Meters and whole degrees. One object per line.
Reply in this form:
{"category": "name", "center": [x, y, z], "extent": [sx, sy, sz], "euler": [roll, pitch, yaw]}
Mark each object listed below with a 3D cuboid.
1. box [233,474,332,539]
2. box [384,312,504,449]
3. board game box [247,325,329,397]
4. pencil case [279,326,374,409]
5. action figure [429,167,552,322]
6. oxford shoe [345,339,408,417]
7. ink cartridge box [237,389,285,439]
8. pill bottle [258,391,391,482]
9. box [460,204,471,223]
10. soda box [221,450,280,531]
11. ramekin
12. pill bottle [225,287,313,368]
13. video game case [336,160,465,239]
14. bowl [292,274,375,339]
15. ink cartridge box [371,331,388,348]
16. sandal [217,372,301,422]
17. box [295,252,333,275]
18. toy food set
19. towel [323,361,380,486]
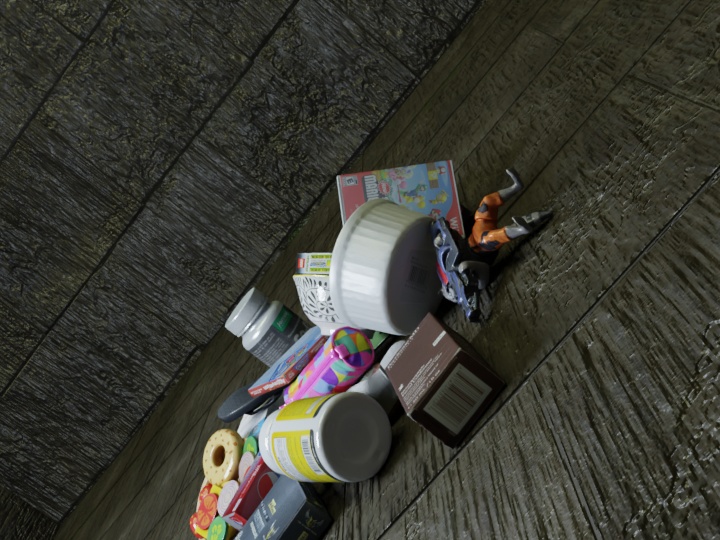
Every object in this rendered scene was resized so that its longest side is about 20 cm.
{"category": "box", "center": [-0.118, 0.369, 1.343], "extent": [0.158, 0.051, 0.200], "euler": [-52, 10, -5]}
{"category": "box", "center": [0.097, 0.126, 1.166], "extent": [0.100, 0.075, 0.200], "euler": [-52, 9, 3]}
{"category": "board game box", "center": [-0.106, 0.148, 1.693], "extent": [0.103, 0.020, 0.200], "euler": [-28, 11, 43]}
{"category": "pencil case", "center": [-0.054, 0.175, 1.570], "extent": [0.200, 0.088, 0.089], "euler": [-52, 8, 40]}
{"category": "action figure", "center": [0.175, -0.015, 1.328], "extent": [0.194, 0.104, 0.201], "euler": [-52, 36, 37]}
{"category": "oxford shoe", "center": [0.037, 0.169, 1.341], "extent": [0.200, 0.072, 0.071], "euler": [-48, -21, 29]}
{"category": "ink cartridge box", "center": [-0.174, 0.291, 1.780], "extent": [0.116, 0.068, 0.200], "euler": [-47, 13, 21]}
{"category": "pill bottle", "center": [-0.054, 0.227, 1.303], "extent": [0.199, 0.114, 0.115], "euler": [-18, 34, 57]}
{"category": "box", "center": [0.094, -0.077, 1.728], "extent": [0.123, 0.106, 0.200], "euler": [-56, 11, -10]}
{"category": "soda box", "center": [-0.135, 0.319, 1.520], "extent": [0.063, 0.070, 0.201], "euler": [-38, 19, 55]}
{"category": "ramekin", "center": [0.051, 0.000, 1.442], "extent": [0.097, 0.201, 0.201], "euler": [16, 61, 35]}
{"category": "pill bottle", "center": [-0.156, 0.131, 1.864], "extent": [0.113, 0.199, 0.113], "euler": [-49, 12, 14]}
{"category": "video game case", "center": [0.066, -0.104, 1.610], "extent": [0.017, 0.198, 0.145], "euler": [85, 177, -72]}
{"category": "bowl", "center": [-0.018, 0.064, 1.608], "extent": [0.201, 0.198, 0.095], "euler": [167, 108, -73]}
{"category": "ink cartridge box", "center": [-0.017, 0.128, 1.707], "extent": [0.200, 0.048, 0.146], "euler": [-49, 11, 27]}
{"category": "sandal", "center": [-0.165, 0.220, 1.729], "extent": [0.199, 0.043, 0.076], "euler": [-31, 21, 0]}
{"category": "box", "center": [0.000, 0.000, 1.606], "extent": [0.109, 0.199, 0.035], "euler": [1, 84, 42]}
{"category": "toy food set", "center": [-0.223, 0.371, 1.618], "extent": [0.197, 0.048, 0.202], "euler": [6, 72, 55]}
{"category": "towel", "center": [-0.016, 0.224, 1.456], "extent": [0.201, 0.022, 0.147], "euler": [-54, 11, -10]}
